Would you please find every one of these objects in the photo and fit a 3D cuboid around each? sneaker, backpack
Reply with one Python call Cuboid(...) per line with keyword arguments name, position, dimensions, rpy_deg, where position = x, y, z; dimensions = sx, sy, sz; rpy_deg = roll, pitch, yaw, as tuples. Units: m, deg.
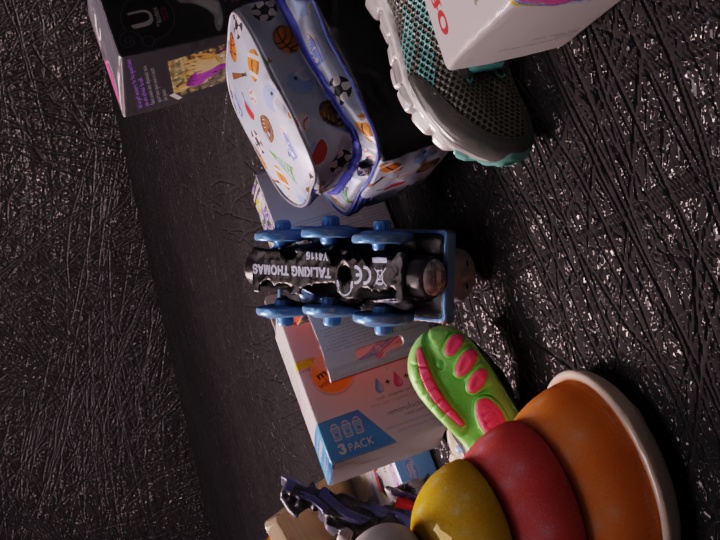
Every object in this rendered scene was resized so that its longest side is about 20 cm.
Cuboid(name="sneaker", position=(0.057, -0.161, 0.714), dimensions=(0.202, 0.077, 0.091), rpy_deg=(62, 146, 13))
Cuboid(name="sneaker", position=(0.106, 0.130, 0.851), dimensions=(0.202, 0.076, 0.084), rpy_deg=(66, -162, 3))
Cuboid(name="backpack", position=(-0.013, -0.130, 0.852), dimensions=(0.191, 0.152, 0.202), rpy_deg=(98, 150, -75))

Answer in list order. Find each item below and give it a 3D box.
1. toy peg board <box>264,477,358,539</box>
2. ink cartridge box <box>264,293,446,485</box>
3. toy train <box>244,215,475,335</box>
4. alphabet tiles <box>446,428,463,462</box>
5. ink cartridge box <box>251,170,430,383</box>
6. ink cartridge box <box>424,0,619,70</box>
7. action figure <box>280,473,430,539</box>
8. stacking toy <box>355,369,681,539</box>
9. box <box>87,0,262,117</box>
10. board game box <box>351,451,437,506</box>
Cuboid(name="toy peg board", position=(-0.039, 0.343, 1.219), dimensions=(0.202, 0.097, 0.199), rpy_deg=(60, -160, 5))
Cuboid(name="ink cartridge box", position=(-0.010, 0.082, 1.067), dimensions=(0.068, 0.114, 0.202), rpy_deg=(97, 153, -63))
Cuboid(name="toy train", position=(0.000, 0.000, 0.894), dimensions=(0.198, 0.113, 0.088), rpy_deg=(2, 95, 42))
Cuboid(name="alphabet tiles", position=(0.117, 0.218, 0.966), dimensions=(0.196, 0.014, 0.202), rpy_deg=(-133, 32, -57))
Cuboid(name="ink cartridge box", position=(-0.016, -0.003, 1.029), dimensions=(0.050, 0.108, 0.202), rpy_deg=(122, 130, -68))
Cuboid(name="ink cartridge box", position=(0.085, -0.201, 0.553), dimensions=(0.200, 0.084, 0.146), rpy_deg=(148, 105, -74))
Cuboid(name="action figure", position=(0.006, 0.262, 1.000), dimensions=(0.198, 0.195, 0.105), rpy_deg=(25, 156, 14))
Cuboid(name="stacking toy", position=(0.080, 0.156, 0.700), dimensions=(0.146, 0.198, 0.148), rpy_deg=(164, 90, -74))
Cuboid(name="box", position=(-0.148, -0.243, 1.079), dimensions=(0.106, 0.198, 0.124), rpy_deg=(113, 138, -65))
Cuboid(name="board game box", position=(0.017, 0.177, 1.209), dimensions=(0.200, 0.040, 0.155), rpy_deg=(116, 136, -66))
